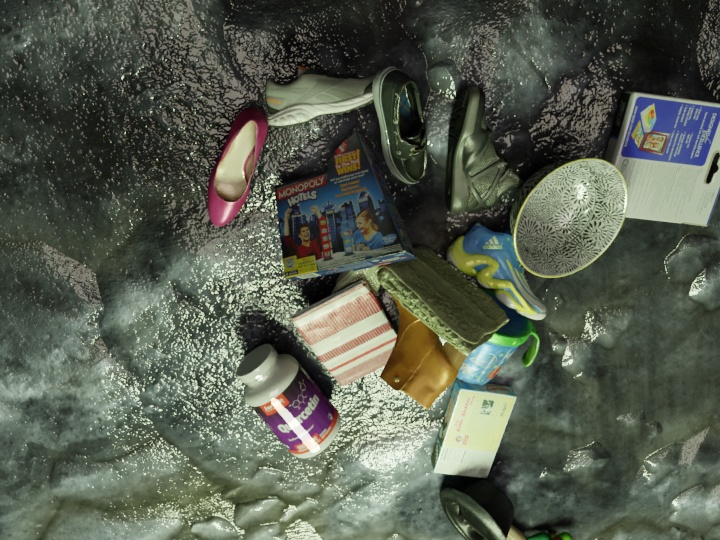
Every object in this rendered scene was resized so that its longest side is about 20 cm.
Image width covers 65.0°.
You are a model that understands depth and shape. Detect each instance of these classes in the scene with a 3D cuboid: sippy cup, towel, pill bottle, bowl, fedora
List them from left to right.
[{"bbox_3d":[-0.129,0.229,1.003,0.112,0.113,0.201,-32,112,8],"label":"pill bottle"},{"bbox_3d":[-0.016,0.113,0.988,0.143,0.023,0.201,-27,128,5],"label":"towel"},{"bbox_3d":[0.131,0.039,0.896,0.200,0.148,0.037,41,128,19],"label":"towel"},{"bbox_3d":[0.210,0.122,0.989,0.177,0.139,0.131,35,123,24],"label":"sippy cup"},{"bbox_3d":[0.252,0.490,1.142,0.091,0.200,0.202,-39,115,-25],"label":"fedora"},{"bbox_3d":[0.314,-0.099,0.910,0.199,0.094,0.202,-9,123,-14],"label":"bowl"}]

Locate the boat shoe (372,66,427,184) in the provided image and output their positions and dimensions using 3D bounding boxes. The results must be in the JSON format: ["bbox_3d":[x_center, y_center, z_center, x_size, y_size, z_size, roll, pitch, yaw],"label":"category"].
[{"bbox_3d":[0.068,-0.202,0.836,0.069,0.057,0.201,-40,138,-15],"label":"boat shoe"}]

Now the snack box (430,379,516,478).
[{"bbox_3d":[0.219,0.313,1.111,0.115,0.037,0.202,10,111,-10],"label":"snack box"}]

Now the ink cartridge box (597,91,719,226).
[{"bbox_3d":[0.502,-0.181,0.932,0.198,0.047,0.200,5,110,-9],"label":"ink cartridge box"}]

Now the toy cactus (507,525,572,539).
[{"bbox_3d":[0.360,0.621,1.230,0.200,0.102,0.165,-39,101,20],"label":"toy cactus"}]

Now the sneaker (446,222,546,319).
[{"bbox_3d":[0.247,-0.006,0.947,0.199,0.076,0.105,35,99,-2],"label":"sneaker"}]

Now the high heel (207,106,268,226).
[{"bbox_3d":[-0.188,-0.148,0.851,0.067,0.096,0.201,26,108,-15],"label":"high heel"}]

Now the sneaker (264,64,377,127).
[{"bbox_3d":[-0.047,-0.267,0.830,0.198,0.074,0.080,-13,108,0],"label":"sneaker"}]

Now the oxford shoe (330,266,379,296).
[{"bbox_3d":[0.000,0.000,0.955,0.075,0.058,0.201,9,127,-26],"label":"oxford shoe"}]

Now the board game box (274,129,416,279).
[{"bbox_3d":[-0.029,-0.101,0.872,0.198,0.062,0.202,-11,78,20],"label":"board game box"}]

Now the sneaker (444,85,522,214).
[{"bbox_3d":[0.196,-0.187,0.884,0.113,0.076,0.201,-4,116,-5],"label":"sneaker"}]

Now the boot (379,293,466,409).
[{"bbox_3d":[0.074,0.115,0.927,0.201,0.071,0.144,41,91,24],"label":"boot"}]
